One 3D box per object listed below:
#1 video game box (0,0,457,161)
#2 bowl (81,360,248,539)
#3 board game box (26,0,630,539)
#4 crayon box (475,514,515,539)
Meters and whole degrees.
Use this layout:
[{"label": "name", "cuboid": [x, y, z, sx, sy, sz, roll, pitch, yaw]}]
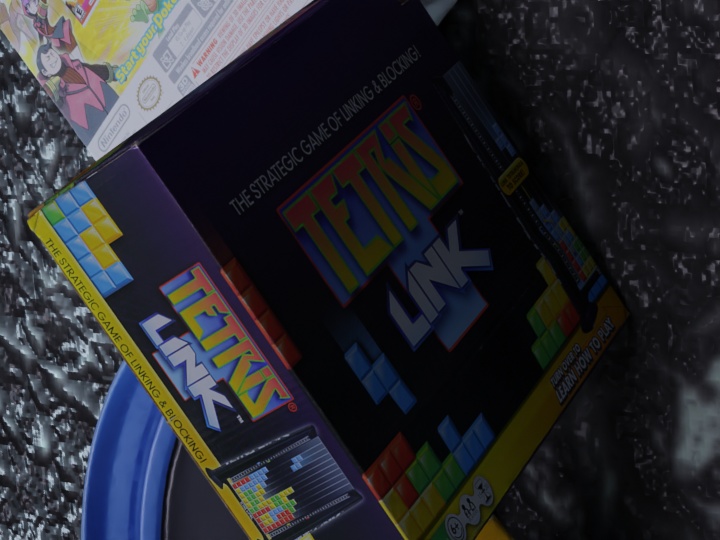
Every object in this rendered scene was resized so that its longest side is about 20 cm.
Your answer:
[{"label": "video game box", "cuboid": [-0.062, -0.125, 0.896, 0.183, 0.047, 0.200, 52, 127, 15]}, {"label": "bowl", "cuboid": [-0.046, 0.106, 0.906, 0.200, 0.039, 0.202, -10, 77, 50]}, {"label": "board game box", "cuboid": [0.000, 0.000, 0.748, 0.057, 0.200, 0.166, -28, 100, 33]}, {"label": "crayon box", "cuboid": [0.077, 0.169, 0.805, 0.200, 0.051, 0.127, 48, 171, 22]}]
